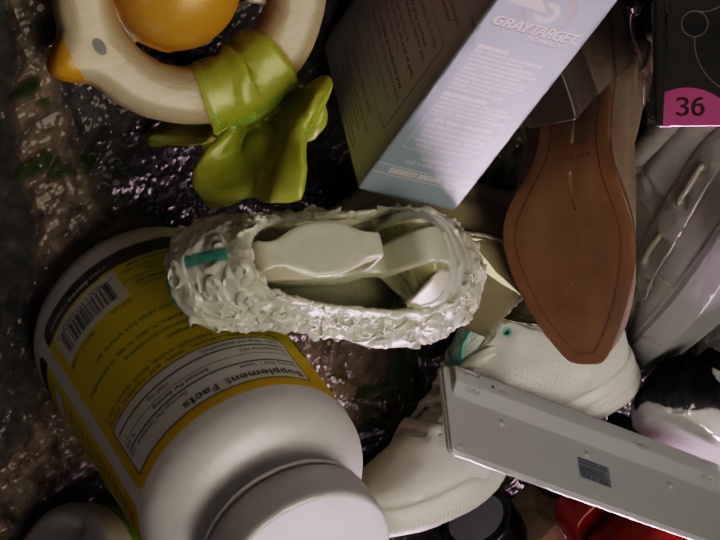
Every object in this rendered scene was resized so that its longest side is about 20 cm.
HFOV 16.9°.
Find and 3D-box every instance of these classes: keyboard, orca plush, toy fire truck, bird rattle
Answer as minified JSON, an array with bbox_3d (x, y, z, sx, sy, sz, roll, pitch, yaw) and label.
[{"bbox_3d":[0.124,0.103,1.311,0.199,0.057,0.011,21,140,-29],"label":"keyboard"},{"bbox_3d":[0.215,0.084,1.430,0.200,0.105,0.072,37,65,-47],"label":"orca plush"},{"bbox_3d":[0.123,0.187,1.339,0.176,0.200,0.129,-41,131,-10],"label":"toy fire truck"},{"bbox_3d":[-0.059,-0.133,1.115,0.162,0.113,0.201,13,104,-21],"label":"bird rattle"}]

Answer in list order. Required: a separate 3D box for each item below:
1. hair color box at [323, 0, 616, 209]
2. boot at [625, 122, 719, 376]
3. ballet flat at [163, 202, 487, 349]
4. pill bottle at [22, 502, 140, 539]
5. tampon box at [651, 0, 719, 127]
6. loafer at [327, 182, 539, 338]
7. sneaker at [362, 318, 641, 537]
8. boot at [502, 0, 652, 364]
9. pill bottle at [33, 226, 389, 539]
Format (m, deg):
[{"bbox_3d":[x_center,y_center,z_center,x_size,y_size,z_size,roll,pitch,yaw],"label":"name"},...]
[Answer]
[{"bbox_3d":[0.060,-0.133,1.136,0.060,0.099,0.200,11,136,-28],"label":"hair color box"},{"bbox_3d":[0.177,-0.024,1.350,0.073,0.096,0.200,-28,161,-30],"label":"boot"},{"bbox_3d":[0.000,0.000,1.134,0.199,0.072,0.072,-3,116,-42],"label":"ballet flat"},{"bbox_3d":[-0.077,0.188,1.259,0.199,0.111,0.112,15,105,-39],"label":"pill bottle"},{"bbox_3d":[0.218,-0.156,1.186,0.149,0.200,0.127,0,110,8],"label":"tampon box"},{"bbox_3d":[0.056,-0.004,1.264,0.199,0.069,0.076,-2,147,-35],"label":"loafer"},{"bbox_3d":[0.062,0.067,1.330,0.199,0.075,0.089,-32,117,-26],"label":"sneaker"},{"bbox_3d":[0.122,-0.073,1.249,0.146,0.070,0.201,-57,144,-54],"label":"boot"},{"bbox_3d":[-0.069,0.077,1.139,0.112,0.200,0.113,-18,132,-21],"label":"pill bottle"}]
